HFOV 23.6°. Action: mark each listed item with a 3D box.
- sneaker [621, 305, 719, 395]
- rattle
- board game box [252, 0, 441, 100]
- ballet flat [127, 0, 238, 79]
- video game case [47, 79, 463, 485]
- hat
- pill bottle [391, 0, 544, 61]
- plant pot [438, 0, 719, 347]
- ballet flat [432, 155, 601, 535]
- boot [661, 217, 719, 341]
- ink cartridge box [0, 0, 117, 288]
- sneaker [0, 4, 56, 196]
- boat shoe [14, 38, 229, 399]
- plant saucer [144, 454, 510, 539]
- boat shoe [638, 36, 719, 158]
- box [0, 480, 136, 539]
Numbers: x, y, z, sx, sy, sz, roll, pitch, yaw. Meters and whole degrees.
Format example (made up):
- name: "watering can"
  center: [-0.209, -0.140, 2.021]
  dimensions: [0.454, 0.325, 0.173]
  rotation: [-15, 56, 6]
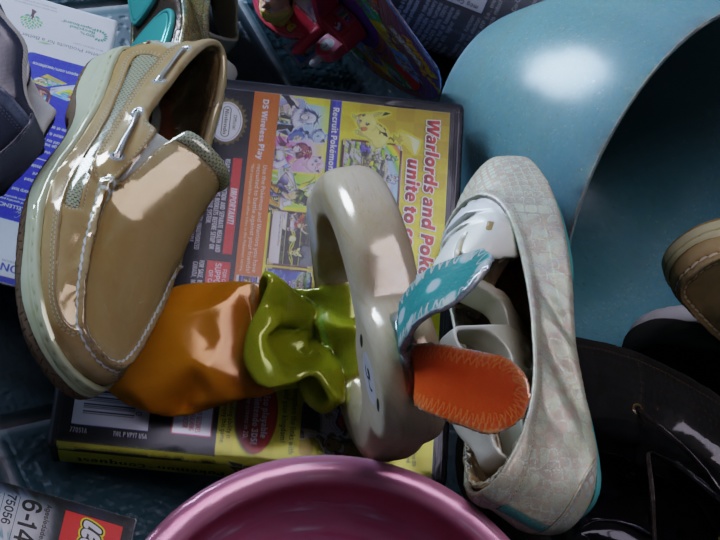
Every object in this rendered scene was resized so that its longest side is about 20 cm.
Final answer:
- name: "sneaker"
  center: [0.224, 0.015, 0.952]
  dimensions: [0.200, 0.067, 0.109]
  rotation: [9, 65, -26]
- name: "rattle"
  center: [-0.029, 0.028, 0.684]
  dimensions: [0.142, 0.131, 0.200]
  rotation: [7, 15, -12]
- name: "board game box"
  center: [-0.038, -0.154, 0.922]
  dimensions: [0.039, 0.200, 0.158]
  rotation: [-43, 31, -7]
- name: "ballet flat"
  center: [-0.097, -0.123, 0.940]
  dimensions: [0.070, 0.071, 0.201]
  rotation: [12, 48, -16]
- name: "video game case"
  center: [-0.045, 0.002, 0.818]
  dimensions: [0.180, 0.026, 0.201]
  rotation: [6, 64, -3]
- name: "hat"
  center: [0.118, 0.126, 0.815]
  dimensions: [0.200, 0.081, 0.202]
  rotation: [17, 50, -22]
- name: "pill bottle"
  center: [0.062, -0.185, 1.029]
  dimensions: [0.199, 0.117, 0.117]
  rotation: [20, 46, -8]
- name: "plant pot"
  center: [0.119, -0.069, 0.922]
  dimensions: [0.134, 0.201, 0.200]
  rotation: [31, 41, 33]
- name: "ballet flat"
  center: [0.061, 0.020, 0.757]
  dimensions: [0.062, 0.067, 0.201]
  rotation: [18, 45, -31]
- name: "boot"
  center: [0.228, 0.074, 0.827]
  dimensions: [0.200, 0.073, 0.156]
  rotation: [34, 40, -26]
- name: "ink cartridge box"
  center: [-0.185, -0.062, 0.860]
  dimensions: [0.099, 0.039, 0.201]
  rotation: [16, 46, -11]
- name: "sneaker"
  center: [-0.230, -0.077, 0.769]
  dimensions: [0.202, 0.077, 0.146]
  rotation: [29, 71, 22]
- name: "boat shoe"
  center: [-0.093, -0.035, 0.741]
  dimensions: [0.072, 0.076, 0.201]
  rotation: [54, 28, -41]
- name: "plant saucer"
  center: [-0.014, 0.177, 0.691]
  dimensions: [0.199, 0.051, 0.202]
  rotation: [4, 73, -14]
- name: "boat shoe"
  center: [0.205, -0.112, 1.002]
  dimensions: [0.068, 0.073, 0.200]
  rotation: [-55, 129, -50]
- name: "box"
  center: [-0.172, 0.169, 0.667]
  dimensions: [0.136, 0.040, 0.201]
  rotation: [18, 46, -12]
